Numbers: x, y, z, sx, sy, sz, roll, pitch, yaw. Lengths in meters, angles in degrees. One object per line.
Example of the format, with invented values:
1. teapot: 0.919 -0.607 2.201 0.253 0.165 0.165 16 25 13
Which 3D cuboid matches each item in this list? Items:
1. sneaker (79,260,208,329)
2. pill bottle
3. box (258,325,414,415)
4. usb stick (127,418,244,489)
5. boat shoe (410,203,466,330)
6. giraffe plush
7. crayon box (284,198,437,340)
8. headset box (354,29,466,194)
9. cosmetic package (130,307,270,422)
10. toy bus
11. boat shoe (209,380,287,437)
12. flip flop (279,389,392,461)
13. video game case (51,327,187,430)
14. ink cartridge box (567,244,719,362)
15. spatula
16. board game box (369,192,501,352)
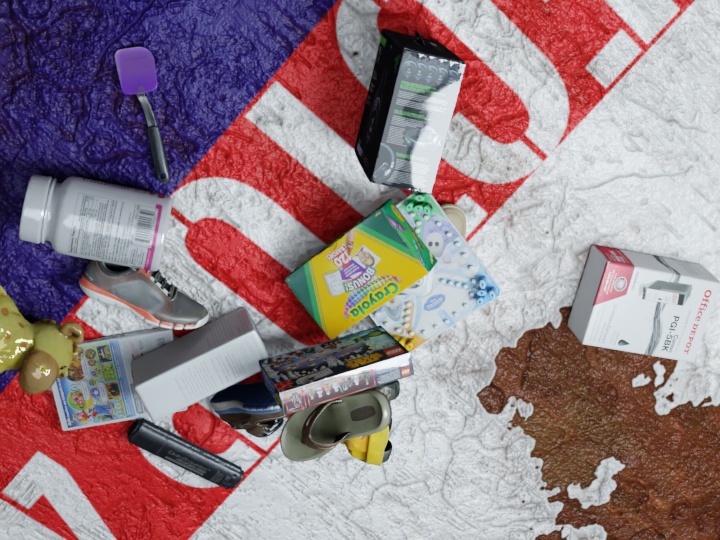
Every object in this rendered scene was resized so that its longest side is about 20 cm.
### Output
1. sneaker: -0.315 0.025 1.594 0.199 0.077 0.082 20 106 -15
2. pill bottle: -0.378 -0.071 1.528 0.199 0.113 0.114 12 109 -12
3. box: -0.038 0.142 1.559 0.199 0.137 0.040 -16 109 -14
4. usb stick: -0.282 0.297 1.724 0.199 0.033 0.055 30 127 -17
5. boat shoe: 0.119 -0.003 1.649 0.072 0.065 0.201 15 108 -13
6. giraffe plush: -0.501 0.119 1.569 0.162 0.172 0.201 22 73 -16
7. crayon box: 0.000 0.000 1.586 0.200 0.058 0.119 -36 95 25
8. headset box: 0.067 -0.233 1.494 0.092 0.174 0.201 10 110 -12
9. cosmetic package: -0.243 0.142 1.623 0.199 0.102 0.074 -27 113 -4
10. toy bus: -0.038 0.198 1.641 0.191 0.200 0.136 7 109 -2
11. boat shoe: -0.153 0.214 1.640 0.072 0.200 0.073 -39 108 -30
12. flip flop: -0.044 0.225 1.535 0.199 0.057 0.081 -22 86 33
13. video game case: -0.382 0.170 1.673 0.199 0.018 0.144 -9 113 -5
14. ink cartridge box: 0.454 0.054 1.709 0.199 0.083 0.147 9 109 -11
15. spatula: -0.303 -0.220 1.530 0.056 0.021 0.201 -7 115 8
16. board game box: 0.077 0.009 1.612 0.200 0.026 0.200 -35 96 26
